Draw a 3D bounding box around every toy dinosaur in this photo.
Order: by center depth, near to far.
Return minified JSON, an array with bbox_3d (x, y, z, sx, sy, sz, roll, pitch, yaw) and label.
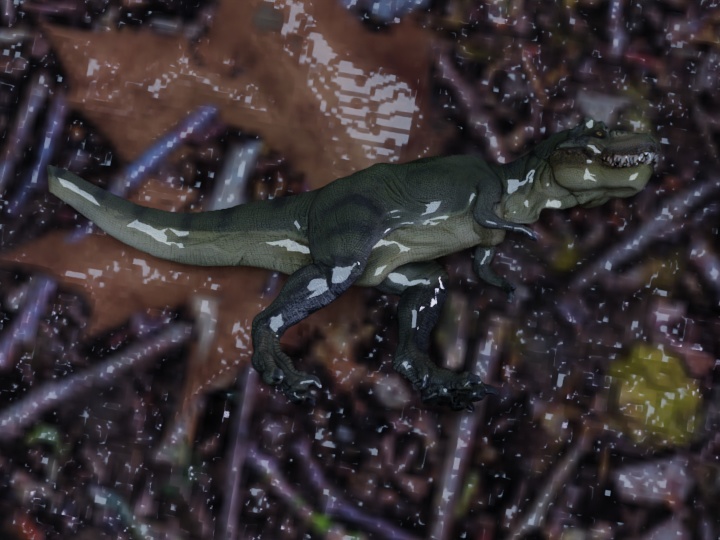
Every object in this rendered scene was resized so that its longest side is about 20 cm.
[{"bbox_3d":[0.000,0.000,0.822,0.199,0.047,0.088,-5,68,1],"label":"toy dinosaur"}]
